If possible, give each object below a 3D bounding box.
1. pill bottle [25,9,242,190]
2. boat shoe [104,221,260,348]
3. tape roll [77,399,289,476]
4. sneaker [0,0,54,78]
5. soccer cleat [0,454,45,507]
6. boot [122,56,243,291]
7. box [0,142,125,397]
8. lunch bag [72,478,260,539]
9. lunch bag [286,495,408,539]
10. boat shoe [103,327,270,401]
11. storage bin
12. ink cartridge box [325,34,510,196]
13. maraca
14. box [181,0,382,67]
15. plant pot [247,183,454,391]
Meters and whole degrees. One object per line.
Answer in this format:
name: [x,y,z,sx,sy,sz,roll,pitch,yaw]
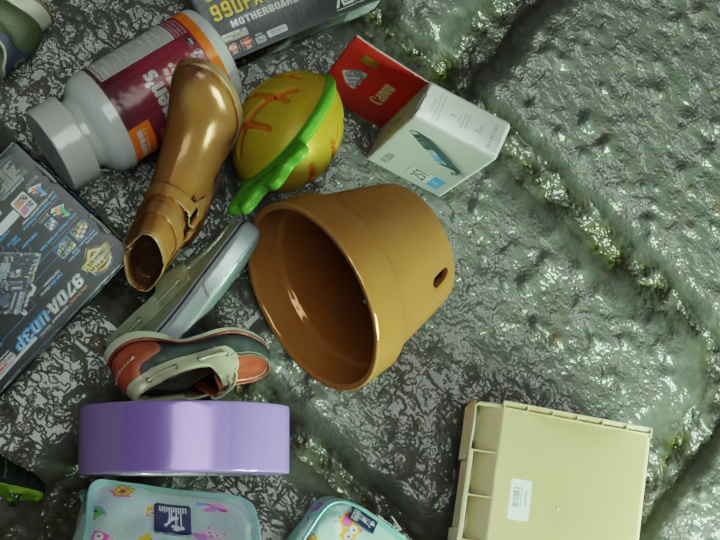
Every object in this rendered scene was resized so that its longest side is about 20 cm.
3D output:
pill bottle: [-0.227,-0.169,1.492,0.199,0.110,0.110,-34,90,-17]
boat shoe: [-0.179,0.024,1.470,0.062,0.072,0.200,40,97,2]
tape roll: [-0.167,0.161,1.407,0.199,0.200,0.066,2,82,-14]
sneaker: [-0.414,-0.266,1.482,0.199,0.067,0.090,28,70,-11]
soccer cleat: [-0.392,0.166,1.425,0.199,0.068,0.082,21,64,-9]
boot: [-0.174,-0.087,1.407,0.073,0.201,0.155,17,47,11]
box: [-0.344,0.000,1.447,0.159,0.046,0.200,43,88,-4]
lunch bag: [-0.185,0.264,1.387,0.169,0.200,0.123,10,79,-11]
lunch bag: [-0.019,0.334,1.480,0.160,0.077,0.201,36,75,-6]
boat shoe: [-0.158,0.098,1.447,0.199,0.071,0.063,5,37,-49]
storage bin: [0.189,0.248,1.538,0.197,0.094,0.202,11,79,-11]
ink cartridge box: [0.041,-0.151,1.509,0.175,0.200,0.045,28,77,-8]
maraca: [-0.078,-0.128,1.490,0.107,0.137,0.201,38,35,-16]
box: [-0.095,-0.319,1.580,0.199,0.048,0.159,-24,88,-16]
plant pot: [0.000,0.000,1.489,0.140,0.200,0.201,-29,89,-32]
